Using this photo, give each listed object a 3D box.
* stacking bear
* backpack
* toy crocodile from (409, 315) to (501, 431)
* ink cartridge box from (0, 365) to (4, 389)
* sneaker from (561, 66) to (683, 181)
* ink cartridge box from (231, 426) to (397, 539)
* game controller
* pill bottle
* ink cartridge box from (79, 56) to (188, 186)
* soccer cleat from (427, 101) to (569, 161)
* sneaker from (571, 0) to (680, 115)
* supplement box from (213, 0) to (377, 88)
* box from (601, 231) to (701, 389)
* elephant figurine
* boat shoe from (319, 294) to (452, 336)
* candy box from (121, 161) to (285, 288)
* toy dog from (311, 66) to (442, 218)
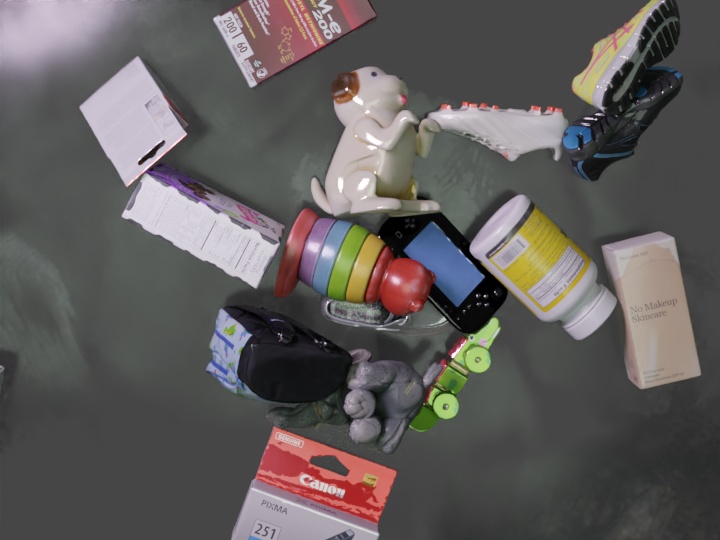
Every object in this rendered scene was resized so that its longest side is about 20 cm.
[{"bbox_3d":[0.000,0.000,1.685,0.199,0.122,0.114,20,133,7],"label":"stacking bear"},{"bbox_3d":[-0.130,0.114,1.691,0.162,0.200,0.155,9,111,-34],"label":"backpack"},{"bbox_3d":[0.132,0.146,1.765,0.062,0.068,0.201,34,95,-5],"label":"toy crocodile"},{"bbox_3d":[-0.592,0.221,1.746,0.145,0.083,0.202,13,98,-3],"label":"ink cartridge box"},{"bbox_3d":[0.367,-0.207,1.735,0.199,0.073,0.082,-37,131,-5],"label":"sneaker"},{"bbox_3d":[-0.065,0.342,1.797,0.199,0.045,0.177,20,97,-4],"label":"ink cartridge box"},{"bbox_3d":[0.114,-0.007,1.741,0.200,0.042,0.104,46,61,-2],"label":"game controller"},{"bbox_3d":[0.257,0.000,1.728,0.200,0.111,0.111,44,94,-7],"label":"pill bottle"},{"bbox_3d":[-0.291,-0.188,1.653,0.109,0.200,0.050,-40,138,4],"label":"ink cartridge box"},{"bbox_3d":[0.190,-0.191,1.725,0.198,0.069,0.078,3,100,-5],"label":"soccer cleat"},{"bbox_3d":[0.361,-0.306,1.712,0.200,0.090,0.078,-49,130,-14],"label":"sneaker"},{"bbox_3d":[-0.088,-0.342,1.699,0.199,0.061,0.109,-29,97,1],"label":"supplement box"},{"bbox_3d":[0.409,0.054,1.756,0.094,0.078,0.202,-14,98,1],"label":"box"},{"bbox_3d":[-0.012,0.175,1.746,0.154,0.200,0.143,20,80,-29],"label":"elephant figurine"},{"bbox_3d":[0.043,0.055,1.750,0.198,0.069,0.073,11,96,-4],"label":"boat shoe"},{"bbox_3d":[-0.205,-0.064,1.677,0.199,0.168,0.072,28,98,-6],"label":"candy box"},{"bbox_3d":[0.020,-0.174,1.689,0.139,0.193,0.202,0,88,-45],"label":"toy dog"}]
